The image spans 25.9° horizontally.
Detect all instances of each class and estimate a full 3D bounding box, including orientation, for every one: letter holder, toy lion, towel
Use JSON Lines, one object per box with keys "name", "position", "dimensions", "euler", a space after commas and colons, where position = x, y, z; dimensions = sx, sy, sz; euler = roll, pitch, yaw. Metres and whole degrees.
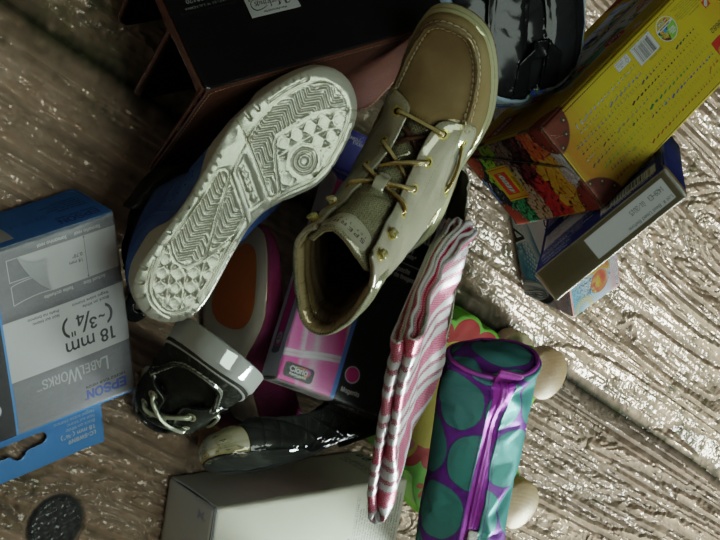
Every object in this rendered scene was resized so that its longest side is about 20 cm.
{"name": "letter holder", "position": [-0.064, -0.159, 1.093], "dimensions": [0.198, 0.142, 0.101], "euler": [-20, 77, -30]}
{"name": "toy lion", "position": [0.080, 0.130, 1.367], "dimensions": [0.190, 0.068, 0.203], "euler": [-1, 108, -34]}
{"name": "towel", "position": [0.044, 0.076, 1.164], "dimensions": [0.147, 0.030, 0.202], "euler": [-64, 166, -47]}

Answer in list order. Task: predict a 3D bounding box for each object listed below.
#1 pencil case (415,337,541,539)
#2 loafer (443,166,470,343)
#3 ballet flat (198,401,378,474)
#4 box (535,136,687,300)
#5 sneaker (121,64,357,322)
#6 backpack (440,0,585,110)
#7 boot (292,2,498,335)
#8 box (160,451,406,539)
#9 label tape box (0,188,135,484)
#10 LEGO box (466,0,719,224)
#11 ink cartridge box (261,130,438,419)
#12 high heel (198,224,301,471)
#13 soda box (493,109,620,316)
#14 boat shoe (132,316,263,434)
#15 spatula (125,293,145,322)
{"name": "pencil case", "position": [0.096, 0.158, 1.300], "dimensions": [0.084, 0.093, 0.203], "euler": [5, 108, -9]}
{"name": "loafer", "position": [0.046, -0.011, 1.252], "dimensions": [0.075, 0.068, 0.203], "euler": [0, 100, -19]}
{"name": "ballet flat", "position": [-0.049, 0.114, 1.179], "dimensions": [0.199, 0.066, 0.057], "euler": [-11, 79, -49]}
{"name": "box", "position": [0.192, -0.052, 1.198], "dimensions": [0.121, 0.200, 0.032], "euler": [-41, 97, 18]}
{"name": "sneaker", "position": [-0.089, -0.063, 1.050], "dimensions": [0.076, 0.111, 0.201], "euler": [37, 93, -25]}
{"name": "backpack", "position": [0.094, -0.219, 1.162], "dimensions": [0.162, 0.153, 0.202], "euler": [-16, 87, -35]}
{"name": "boot", "position": [0.021, -0.065, 1.036], "dimensions": [0.155, 0.072, 0.202], "euler": [-48, 161, -50]}
{"name": "box", "position": [-0.060, 0.202, 1.261], "dimensions": [0.198, 0.068, 0.083], "euler": [0, 107, -41]}
{"name": "label tape box", "position": [-0.229, 0.064, 1.058], "dimensions": [0.143, 0.063, 0.202], "euler": [-21, 120, -33]}
{"name": "LEGO box", "position": [0.193, -0.135, 1.206], "dimensions": [0.200, 0.149, 0.077], "euler": [-45, 101, -15]}
{"name": "ink cartridge box", "position": [0.000, 0.000, 1.164], "dimensions": [0.094, 0.037, 0.202], "euler": [21, 77, -23]}
{"name": "high heel", "position": [-0.068, 0.059, 1.199], "dimensions": [0.095, 0.067, 0.203], "euler": [-9, 111, -46]}
{"name": "soda box", "position": [0.170, -0.065, 1.355], "dimensions": [0.063, 0.068, 0.202], "euler": [-30, 124, -27]}
{"name": "boat shoe", "position": [-0.118, 0.083, 1.083], "dimensions": [0.070, 0.200, 0.064], "euler": [36, 73, -4]}
{"name": "spatula", "position": [-0.112, -0.046, 1.145], "dimensions": [0.056, 0.020, 0.201], "euler": [39, 82, -31]}
